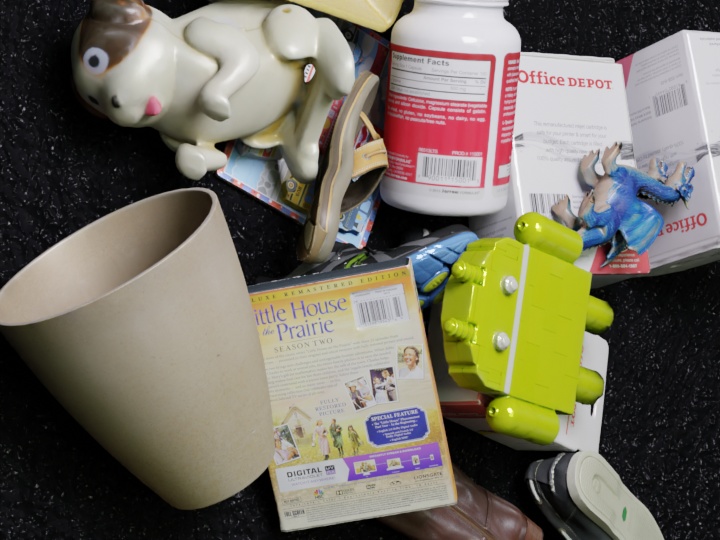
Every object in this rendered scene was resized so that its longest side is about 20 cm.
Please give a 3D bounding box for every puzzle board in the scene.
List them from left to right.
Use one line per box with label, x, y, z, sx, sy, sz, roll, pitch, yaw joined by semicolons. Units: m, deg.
puzzle board;-0.029;-0.132;1.528;0.150;0.017;0.201;30;64;-23

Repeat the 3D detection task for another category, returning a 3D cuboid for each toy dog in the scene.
toy dog;-0.129;-0.166;1.399;0.199;0.140;0.195;-3;58;-28

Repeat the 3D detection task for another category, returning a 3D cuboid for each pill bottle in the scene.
pill bottle;0.078;-0.153;1.501;0.112;0.112;0.201;-3;104;-32

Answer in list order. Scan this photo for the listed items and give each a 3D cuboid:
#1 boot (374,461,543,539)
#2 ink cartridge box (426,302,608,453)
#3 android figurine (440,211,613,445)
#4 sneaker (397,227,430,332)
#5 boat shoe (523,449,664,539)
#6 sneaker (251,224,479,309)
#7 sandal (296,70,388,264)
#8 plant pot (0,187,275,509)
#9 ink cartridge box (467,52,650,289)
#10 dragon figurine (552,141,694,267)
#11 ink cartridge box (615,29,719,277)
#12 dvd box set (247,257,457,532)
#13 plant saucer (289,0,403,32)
boot;0.050;0.231;1.459;0.200;0.064;0.187;40;48;-22
ink cartridge box;0.137;0.087;1.524;0.200;0.067;0.117;29;64;-48
android figurine;0.134;0.045;1.431;0.200;0.041;0.183;23;73;-44
sneaker;0.013;0.040;1.479;0.087;0.076;0.201;8;52;3
boat shoe;0.217;0.234;1.568;0.200;0.067;0.072;52;42;-28
sneaker;0.000;0.000;1.434;0.199;0.071;0.083;-20;55;4
sandal;-0.006;-0.079;1.450;0.054;0.081;0.201;18;47;-5
plant pot;-0.147;0.071;1.324;0.187;0.187;0.201;-41;115;-32
ink cartridge box;0.171;-0.087;1.602;0.146;0.083;0.201;0;79;-32
dragon figurine;0.224;-0.041;1.539;0.099;0.059;0.200;42;59;-18
ink cartridge box;0.301;-0.106;1.650;0.084;0.145;0.201;-2;79;-33
dvd box set;-0.012;0.099;1.393;0.145;0.029;0.201;-11;104;6
plant saucer;-0.014;-0.311;1.427;0.200;0.048;0.201;9;106;-53
